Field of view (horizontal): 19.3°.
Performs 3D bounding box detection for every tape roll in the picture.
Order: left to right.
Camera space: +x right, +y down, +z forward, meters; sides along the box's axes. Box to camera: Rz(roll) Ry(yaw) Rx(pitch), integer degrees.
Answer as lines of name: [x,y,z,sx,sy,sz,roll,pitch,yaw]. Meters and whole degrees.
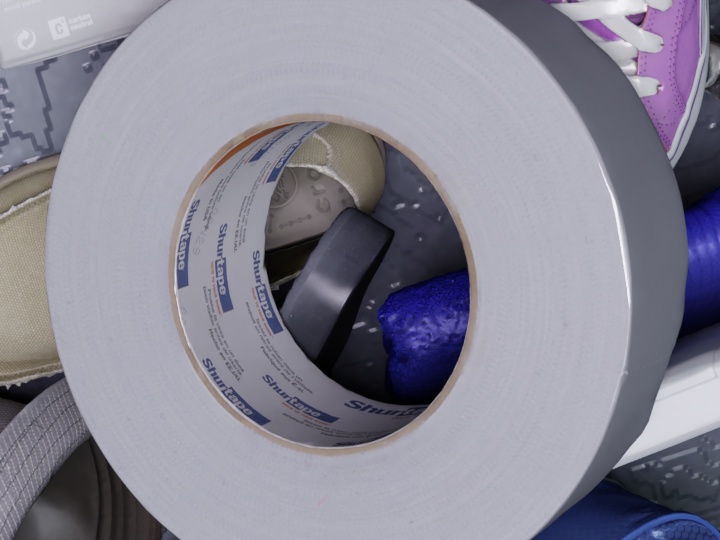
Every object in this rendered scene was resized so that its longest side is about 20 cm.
tape roll: [0.000,0.000,0.672,0.199,0.066,0.202,4,101,23]

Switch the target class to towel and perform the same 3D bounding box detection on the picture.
towel: [0.100,0.003,0.799,0.199,0.148,0.050,-18,75,-4]

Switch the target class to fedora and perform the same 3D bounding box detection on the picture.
fedora: [-0.143,0.119,0.799,0.090,0.177,0.201,18,146,20]

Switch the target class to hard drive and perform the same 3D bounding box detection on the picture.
hard drive: [0.071,0.061,0.770,0.199,0.132,0.026,-24,89,21]

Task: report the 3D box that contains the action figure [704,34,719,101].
action figure: [0.144,-0.103,0.778,0.198,0.119,0.103,5,112,-4]

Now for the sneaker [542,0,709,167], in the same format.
sneaker: [0.081,-0.112,0.675,0.072,0.114,0.202,13,93,12]

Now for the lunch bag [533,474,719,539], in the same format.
lunch bag: [0.088,0.181,0.851,0.135,0.132,0.201,-28,109,-16]

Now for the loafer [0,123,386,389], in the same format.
loafer: [-0.082,-0.012,0.794,0.199,0.068,0.076,-25,109,-1]

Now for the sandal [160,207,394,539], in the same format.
sandal: [-0.030,0.065,0.788,0.043,0.076,0.201,31,132,3]

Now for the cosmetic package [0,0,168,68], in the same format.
cosmetic package: [-0.116,-0.181,0.717,0.089,0.107,0.201,-15,110,-5]
